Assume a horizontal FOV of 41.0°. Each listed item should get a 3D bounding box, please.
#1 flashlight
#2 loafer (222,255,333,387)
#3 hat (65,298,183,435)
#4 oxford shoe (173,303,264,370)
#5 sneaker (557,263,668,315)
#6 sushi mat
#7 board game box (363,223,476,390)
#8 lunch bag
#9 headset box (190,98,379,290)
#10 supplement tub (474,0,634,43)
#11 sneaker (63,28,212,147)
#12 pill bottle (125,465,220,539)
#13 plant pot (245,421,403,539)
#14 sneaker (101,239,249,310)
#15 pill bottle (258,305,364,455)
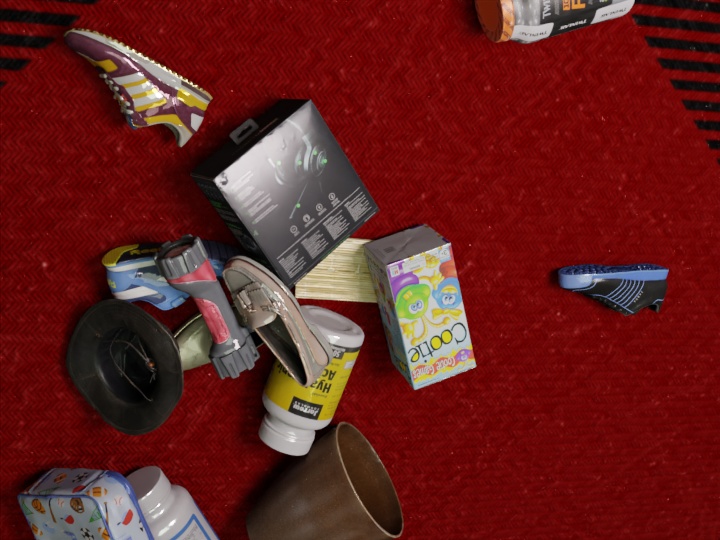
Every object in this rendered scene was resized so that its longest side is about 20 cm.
[{"bbox_3d":[-0.205,0.053,1.275,0.067,0.068,0.201,-9,118,22],"label":"flashlight"},{"bbox_3d":[-0.114,0.069,1.278,0.072,0.063,0.200,-25,113,42],"label":"loafer"},{"bbox_3d":[-0.307,0.121,1.328,0.199,0.081,0.202,9,112,22],"label":"hat"},{"bbox_3d":[-0.189,0.090,1.365,0.199,0.074,0.071,-29,117,-4],"label":"oxford shoe"},{"bbox_3d":[0.402,0.033,1.531,0.198,0.070,0.079,-1,102,-18],"label":"sneaker"},{"bbox_3d":[0.000,0.000,1.425,0.198,0.012,0.096,4,107,-19],"label":"sushi mat"},{"bbox_3d":[0.087,0.051,1.406,0.102,0.105,0.201,-19,113,-11],"label":"board game box"},{"bbox_3d":[-0.383,0.358,1.349,0.076,0.199,0.161,-41,117,-48],"label":"lunch bag"},{"bbox_3d":[-0.103,-0.110,1.289,0.174,0.093,0.201,-43,117,-16],"label":"headset box"},{"bbox_3d":[0.263,-0.383,1.311,0.199,0.123,0.123,-19,113,-10],"label":"supplement tub"},{"bbox_3d":[-0.291,-0.230,1.220,0.199,0.075,0.091,26,95,-23],"label":"sneaker"},{"bbox_3d":[-0.281,0.389,1.423,0.112,0.112,0.201,-29,114,-6],"label":"pill bottle"},{"bbox_3d":[-0.067,0.359,1.458,0.199,0.187,0.187,-30,116,12],"label":"plant pot"},{"bbox_3d":[-0.249,0.007,1.321,0.198,0.074,0.083,-3,111,-8],"label":"sneaker"},{"bbox_3d":[-0.078,0.162,1.405,0.111,0.111,0.201,16,104,-21],"label":"pill bottle"}]
